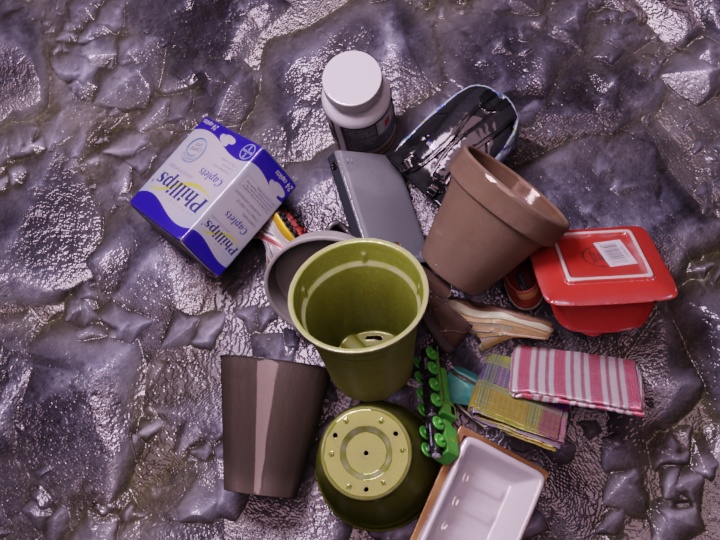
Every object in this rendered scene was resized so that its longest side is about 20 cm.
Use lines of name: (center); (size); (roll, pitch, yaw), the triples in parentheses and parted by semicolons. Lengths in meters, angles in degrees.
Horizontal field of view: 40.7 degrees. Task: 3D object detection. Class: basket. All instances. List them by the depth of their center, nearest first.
basket: (-0.142, 0.241, 1.490); (0.179, 0.136, 0.202); (10, 78, -10)

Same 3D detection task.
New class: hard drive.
hard drive: (0.032, -0.096, 1.575); (0.033, 0.139, 0.201); (-34, 66, 42)

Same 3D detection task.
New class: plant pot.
plant pot: (0.008, 0.089, 1.417); (0.199, 0.185, 0.201); (-5, 50, 6)
plant pot: (0.018, 0.278, 1.428); (0.199, 0.193, 0.202); (-2, 74, 5)
plant pot: (0.187, -0.062, 1.468); (0.200, 0.200, 0.175); (41, 109, 15)

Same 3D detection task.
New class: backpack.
backpack: (0.171, -0.208, 1.589); (0.163, 0.154, 0.200); (41, 103, 20)

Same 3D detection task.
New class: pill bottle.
pill bottle: (-0.003, -0.269, 1.585); (0.115, 0.200, 0.117); (-1, 74, 5)

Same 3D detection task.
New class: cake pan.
cake pan: (-0.048, 0.018, 1.494); (0.199, 0.201, 0.037); (0, 39, 6)

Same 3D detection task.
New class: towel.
towel: (0.239, 0.191, 1.446); (0.143, 0.200, 0.023); (19, 115, 7)
towel: (0.324, 0.167, 1.463); (0.198, 0.146, 0.030); (7, 113, 10)

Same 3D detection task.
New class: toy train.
toy train: (0.114, 0.198, 1.441); (0.042, 0.056, 0.201); (-41, 33, 32)

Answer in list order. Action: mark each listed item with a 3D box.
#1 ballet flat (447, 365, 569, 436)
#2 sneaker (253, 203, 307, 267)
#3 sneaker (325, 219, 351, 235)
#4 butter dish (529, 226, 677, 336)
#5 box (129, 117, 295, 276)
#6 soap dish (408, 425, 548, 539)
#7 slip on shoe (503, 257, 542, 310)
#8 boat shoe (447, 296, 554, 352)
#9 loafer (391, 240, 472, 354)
ballet flat: (0.220, 0.215, 1.499); (0.199, 0.067, 0.071); (22, 102, 12)
sneaker: (-0.105, -0.011, 1.598); (0.082, 0.078, 0.201); (-38, 77, 24)
sneaker: (0.000, 0.000, 1.568); (0.077, 0.082, 0.200); (-40, 73, -6)
butter dish: (0.362, 0.034, 1.492); (0.198, 0.149, 0.201); (-4, 34, 0)
box: (-0.243, -0.124, 1.584); (0.200, 0.105, 0.184); (-51, 45, -8)
soap dish: (0.168, 0.353, 1.428); (0.157, 0.081, 0.201); (28, 77, -8)
slip on shoe: (0.239, -0.033, 1.558); (0.074, 0.061, 0.201); (-19, 65, 2)
boat shoe: (0.203, 0.092, 1.534); (0.199, 0.072, 0.077); (12, 90, 17)
loafer: (0.103, 0.030, 1.489); (0.071, 0.073, 0.201); (-35, 103, 2)
